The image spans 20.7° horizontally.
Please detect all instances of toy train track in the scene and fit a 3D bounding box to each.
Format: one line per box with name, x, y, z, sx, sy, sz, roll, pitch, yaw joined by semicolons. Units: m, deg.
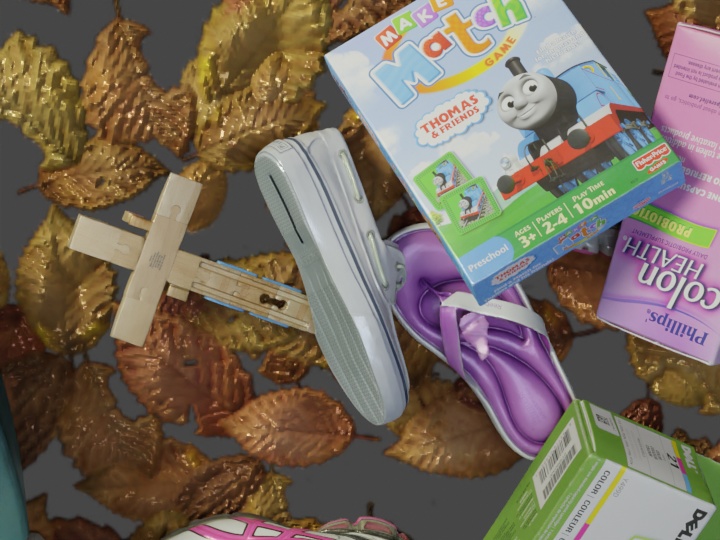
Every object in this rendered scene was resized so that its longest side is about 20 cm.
toy train track;-0.100;0.005;1.320;0.200;0.033;0.115;20;92;-19

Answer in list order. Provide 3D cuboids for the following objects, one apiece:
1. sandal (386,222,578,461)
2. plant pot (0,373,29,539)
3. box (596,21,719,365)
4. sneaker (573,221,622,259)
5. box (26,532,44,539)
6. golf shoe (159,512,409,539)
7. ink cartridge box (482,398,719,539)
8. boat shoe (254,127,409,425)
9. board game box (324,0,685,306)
sandal;0.092;0.049;1.349;0.082;0.050;0.203;-40;106;2
plant pot;-0.295;0.091;1.254;0.141;0.141;0.200;-23;114;-3
box;0.265;-0.047;1.289;0.176;0.097;0.200;1;106;-48
sneaker;0.131;-0.062;1.319;0.200;0.074;0.087;10;102;-17
box;-0.227;0.318;1.285;0.171;0.199;0.200;-34;105;0
golf shoe;-0.055;0.209;1.343;0.200;0.092;0.073;-3;105;-7
ink cartridge box;0.204;0.198;1.374;0.200;0.076;0.148;24;114;-14
boat shoe;0.000;0.000;1.300;0.067;0.074;0.200;-24;98;-25
board game box;0.089;-0.097;1.257;0.151;0.037;0.200;-31;62;-1
